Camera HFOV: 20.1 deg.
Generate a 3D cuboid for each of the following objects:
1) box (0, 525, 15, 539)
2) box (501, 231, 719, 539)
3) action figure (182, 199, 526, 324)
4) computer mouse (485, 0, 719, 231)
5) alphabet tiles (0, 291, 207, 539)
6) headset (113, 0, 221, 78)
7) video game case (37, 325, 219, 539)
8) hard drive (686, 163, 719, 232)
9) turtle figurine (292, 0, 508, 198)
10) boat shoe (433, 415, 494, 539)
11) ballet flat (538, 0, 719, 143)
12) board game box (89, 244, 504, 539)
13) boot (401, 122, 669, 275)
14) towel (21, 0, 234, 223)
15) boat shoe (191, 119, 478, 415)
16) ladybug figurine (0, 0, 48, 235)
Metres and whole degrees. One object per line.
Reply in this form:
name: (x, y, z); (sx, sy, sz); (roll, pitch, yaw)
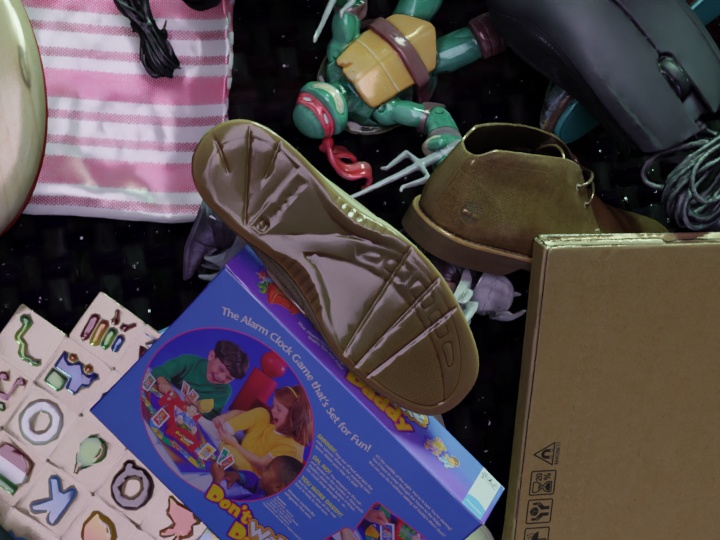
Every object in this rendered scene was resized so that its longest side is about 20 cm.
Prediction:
box: (-0.245, 0.250, 1.129); (0.200, 0.124, 0.197); (-45, 89, -1)
box: (0.171, 0.075, 1.196); (0.163, 0.021, 0.201); (-2, 111, -17)
action figure: (0.000, 0.000, 1.189); (0.199, 0.130, 0.070); (13, 109, 4)
computer mouse: (0.162, -0.133, 1.177); (0.200, 0.053, 0.139); (38, 72, 1)
alphabet tiles: (-0.171, 0.122, 1.198); (0.166, 0.006, 0.200); (35, 86, -1)
headset: (-0.065, -0.175, 1.141); (0.123, 0.199, 0.094); (-31, 102, -51)
video game case: (-0.088, 0.132, 1.218); (0.143, 0.018, 0.201); (-25, 88, -8)
hard drive: (0.317, -0.041, 1.270); (0.199, 0.033, 0.140); (30, 83, -4)
turtle figurine: (0.022, -0.131, 1.212); (0.200, 0.101, 0.150); (-40, 100, -21)
boat shoe: (0.026, 0.130, 1.207); (0.059, 0.072, 0.201); (-25, 89, 31)
ballet flat: (0.172, -0.158, 1.255); (0.200, 0.074, 0.074); (-38, 90, -10)
board game box: (-0.037, 0.101, 1.148); (0.200, 0.045, 0.134); (45, 118, -1)
boot: (0.121, -0.035, 1.187); (0.199, 0.074, 0.076); (9, 119, -39)
towel: (-0.149, -0.130, 1.227); (0.145, 0.030, 0.201); (1, 85, -6)
boat shoe: (-0.011, -0.006, 1.104); (0.071, 0.065, 0.200); (-41, 99, 0)
ladybug figurine: (-0.239, -0.100, 1.181); (0.135, 0.072, 0.201); (-13, 81, 19)
